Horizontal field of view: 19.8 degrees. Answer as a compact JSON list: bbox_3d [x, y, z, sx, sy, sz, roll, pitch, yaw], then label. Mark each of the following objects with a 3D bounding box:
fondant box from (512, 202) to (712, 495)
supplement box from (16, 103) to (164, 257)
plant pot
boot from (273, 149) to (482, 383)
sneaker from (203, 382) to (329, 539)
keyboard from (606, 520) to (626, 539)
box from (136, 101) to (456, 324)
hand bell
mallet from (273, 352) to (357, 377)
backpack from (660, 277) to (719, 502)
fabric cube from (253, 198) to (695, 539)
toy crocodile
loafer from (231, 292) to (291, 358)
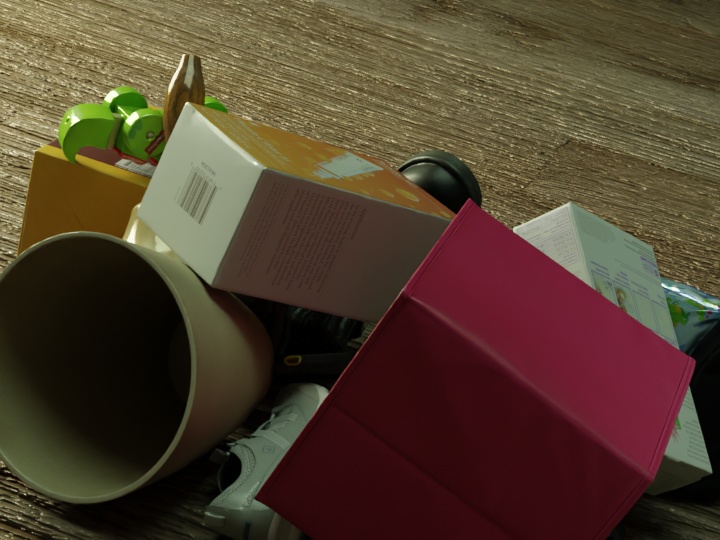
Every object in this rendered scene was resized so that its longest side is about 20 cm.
[{"bbox_3d":[0.195,0.062,1.598,0.144,0.058,0.200,23,48,-53],"label":"fondant box"},{"bbox_3d":[-0.165,-0.041,1.799,0.197,0.133,0.200,18,22,12],"label":"supplement box"},{"bbox_3d":[-0.149,0.068,1.514,0.187,0.188,0.200,24,10,25],"label":"plant pot"},{"bbox_3d":[0.001,0.002,1.690,0.079,0.211,0.158,45,43,-2],"label":"boot"},{"bbox_3d":[-0.067,0.133,1.507,0.082,0.075,0.200,14,22,-2],"label":"sneaker"},{"bbox_3d":[0.137,0.115,1.563,0.104,0.040,0.200,-9,71,-23],"label":"keyboard"},{"bbox_3d":[-0.043,-0.037,1.538,0.200,0.098,0.124,14,17,-40],"label":"box"},{"bbox_3d":[-0.150,-0.077,1.646,0.104,0.201,0.104,6,-17,2],"label":"hand bell"},{"bbox_3d":[0.034,0.061,1.557,0.199,0.041,0.066,4,54,19],"label":"mallet"},{"bbox_3d":[0.244,0.075,1.732,0.153,0.163,0.200,23,11,-23],"label":"backpack"},{"bbox_3d":[0.081,0.108,1.408,0.199,0.200,0.196,35,27,1],"label":"fabric cube"},{"bbox_3d":[-0.155,-0.110,1.726,0.200,0.062,0.068,4,23,-33],"label":"toy crocodile"},{"bbox_3d":[-0.088,0.009,1.644,0.072,0.200,0.063,10,-14,40],"label":"loafer"}]
